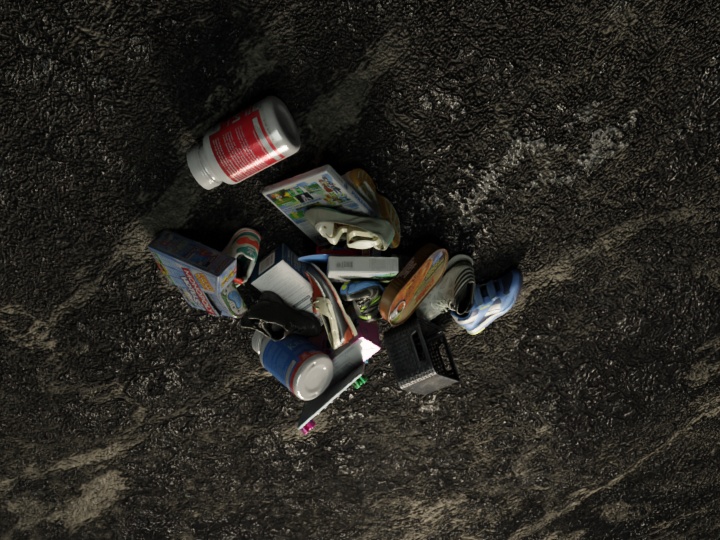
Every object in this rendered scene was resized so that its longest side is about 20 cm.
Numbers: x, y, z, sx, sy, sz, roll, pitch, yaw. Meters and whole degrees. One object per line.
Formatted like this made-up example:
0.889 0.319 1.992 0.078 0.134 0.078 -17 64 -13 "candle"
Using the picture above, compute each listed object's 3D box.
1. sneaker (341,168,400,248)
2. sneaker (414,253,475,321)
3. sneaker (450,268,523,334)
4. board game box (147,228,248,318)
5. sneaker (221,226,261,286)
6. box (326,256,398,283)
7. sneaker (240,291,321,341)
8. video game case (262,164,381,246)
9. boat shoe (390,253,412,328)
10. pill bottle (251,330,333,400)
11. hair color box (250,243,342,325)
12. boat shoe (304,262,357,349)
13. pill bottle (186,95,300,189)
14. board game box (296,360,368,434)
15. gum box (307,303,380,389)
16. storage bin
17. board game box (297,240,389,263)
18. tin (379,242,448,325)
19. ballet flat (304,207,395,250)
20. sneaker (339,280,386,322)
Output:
0.010 -0.122 1.563 0.086 0.076 0.201 -16 126 29 "sneaker"
0.186 0.067 1.691 0.074 0.117 0.202 21 126 -20 "sneaker"
0.285 0.065 1.724 0.081 0.075 0.200 30 122 -23 "sneaker"
-0.320 0.021 1.582 0.197 0.062 0.202 10 135 39 "board game box"
-0.276 0.004 1.626 0.069 0.094 0.201 24 125 -22 "sneaker"
0.000 0.000 1.597 0.141 0.037 0.200 1 175 -3 "box"
-0.167 0.118 1.641 0.198 0.105 0.060 34 122 -28 "sneaker"
-0.073 -0.124 1.521 0.198 0.022 0.182 -10 137 45 "video game case"
0.097 0.053 1.704 0.060 0.073 0.203 -2 124 -1 "boat shoe"
-0.159 0.195 1.719 0.111 0.199 0.114 -25 130 -34 "pill bottle"
-0.138 0.041 1.686 0.099 0.061 0.200 -33 124 23 "hair color box"
-0.073 0.077 1.635 0.062 0.071 0.202 -32 117 -11 "boat shoe"
-0.219 -0.232 1.419 0.197 0.113 0.113 -24 128 16 "pill bottle"
-0.059 0.280 1.777 0.199 0.200 0.026 -41 96 7 "board game box"
-0.048 0.176 1.767 0.066 0.115 0.199 31 122 -33 "gum box"
0.140 0.198 1.741 0.092 0.138 0.199 -24 159 18 "storage bin"
-0.034 -0.040 1.600 0.195 0.040 0.158 2 174 -15 "board game box"
0.114 0.028 1.631 0.200 0.042 0.113 -48 145 -16 "tin"
-0.030 -0.078 1.477 0.196 0.065 0.068 10 150 22 "ballet flat"
0.016 0.067 1.650 0.069 0.085 0.199 -1 169 22 "sneaker"
